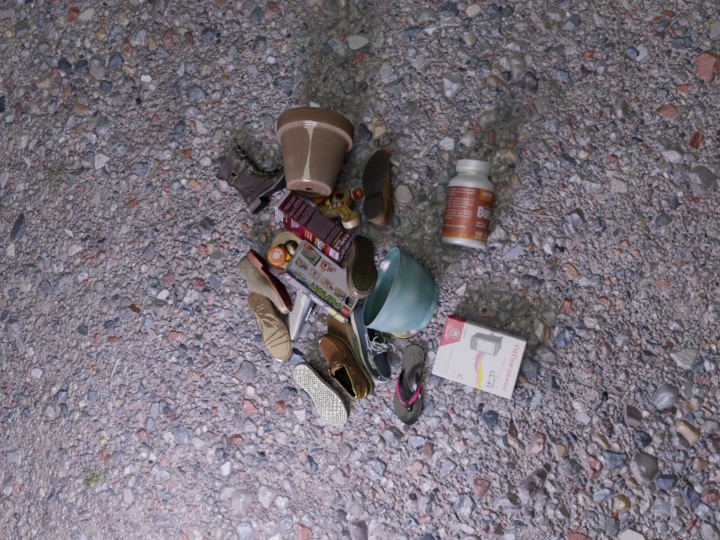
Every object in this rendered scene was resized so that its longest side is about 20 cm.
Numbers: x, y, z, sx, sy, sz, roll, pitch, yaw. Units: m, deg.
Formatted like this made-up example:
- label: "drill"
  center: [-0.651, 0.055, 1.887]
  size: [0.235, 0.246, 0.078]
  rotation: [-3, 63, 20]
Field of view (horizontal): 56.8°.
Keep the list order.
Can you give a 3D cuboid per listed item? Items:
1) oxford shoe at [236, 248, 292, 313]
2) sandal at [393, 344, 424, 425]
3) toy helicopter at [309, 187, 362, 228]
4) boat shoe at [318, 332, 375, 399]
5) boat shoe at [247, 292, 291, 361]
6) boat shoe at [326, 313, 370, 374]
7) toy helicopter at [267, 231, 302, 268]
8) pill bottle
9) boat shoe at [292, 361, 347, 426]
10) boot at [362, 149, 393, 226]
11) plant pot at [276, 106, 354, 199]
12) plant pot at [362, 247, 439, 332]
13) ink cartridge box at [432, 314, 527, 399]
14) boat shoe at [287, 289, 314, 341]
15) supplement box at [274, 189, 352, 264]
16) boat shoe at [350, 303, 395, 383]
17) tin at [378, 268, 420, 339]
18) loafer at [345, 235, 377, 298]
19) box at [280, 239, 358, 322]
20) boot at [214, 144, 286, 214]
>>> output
- label: "oxford shoe"
  center: [-0.250, 0.042, 1.742]
  size: [0.075, 0.070, 0.201]
  rotation: [-40, 72, 9]
- label: "sandal"
  center: [0.120, 0.288, 1.674]
  size: [0.074, 0.045, 0.203]
  rotation: [6, 90, 15]
- label: "toy helicopter"
  center: [-0.038, -0.159, 1.671]
  size: [0.131, 0.200, 0.079]
  rotation: [-29, 123, -5]
- label: "boat shoe"
  center: [-0.047, 0.233, 1.651]
  size: [0.200, 0.068, 0.072]
  rotation: [45, 125, 28]
- label: "boat shoe"
  center: [-0.237, 0.148, 1.764]
  size: [0.071, 0.065, 0.202]
  rotation: [-30, 79, -4]
- label: "boat shoe"
  center: [-0.026, 0.192, 1.715]
  size: [0.073, 0.062, 0.202]
  rotation: [-28, 78, 39]
- label: "toy helicopter"
  center: [-0.137, -0.039, 1.743]
  size: [0.198, 0.079, 0.133]
  rotation: [28, 82, 4]
- label: "pill bottle"
  center: [0.262, -0.160, 1.611]
  size: [0.111, 0.112, 0.203]
  rotation: [8, 91, 15]
- label: "boat shoe"
  center: [-0.101, 0.315, 1.727]
  size: [0.074, 0.062, 0.201]
  rotation: [-39, 95, 6]
- label: "boot"
  center: [0.051, -0.209, 1.700]
  size: [0.073, 0.075, 0.203]
  rotation: [-6, 69, 32]
- label: "plant pot"
  center: [-0.121, -0.279, 1.653]
  size: [0.197, 0.200, 0.177]
  rotation: [2, 72, 15]
- label: "plant pot"
  center: [0.105, 0.063, 1.585]
  size: [0.133, 0.200, 0.203]
  rotation: [22, 95, -12]
- label: "ink cartridge box"
  center: [0.288, 0.206, 1.611]
  size: [0.197, 0.086, 0.150]
  rotation: [16, 93, 16]
- label: "boat shoe"
  center: [-0.142, 0.104, 1.728]
  size: [0.061, 0.073, 0.202]
  rotation: [7, 118, -25]
- label: "supplement box"
  center: [-0.119, -0.106, 1.666]
  size: [0.199, 0.109, 0.061]
  rotation: [35, 74, 5]
- label: "boat shoe"
  center: [0.038, 0.181, 1.682]
  size: [0.062, 0.074, 0.203]
  rotation: [-30, 72, 43]
- label: "tin"
  center: [0.101, 0.074, 1.689]
  size: [0.110, 0.042, 0.203]
  rotation: [-13, 85, 10]
- label: "loafer"
  center: [0.000, 0.000, 1.662]
  size: [0.075, 0.202, 0.068]
  rotation: [18, 132, -11]
- label: "box"
  center: [-0.092, 0.027, 1.665]
  size: [0.199, 0.035, 0.111]
  rotation: [39, 58, -16]
- label: "boot"
  center: [-0.284, -0.270, 1.784]
  size: [0.200, 0.069, 0.175]
  rotation: [-42, 80, 13]
